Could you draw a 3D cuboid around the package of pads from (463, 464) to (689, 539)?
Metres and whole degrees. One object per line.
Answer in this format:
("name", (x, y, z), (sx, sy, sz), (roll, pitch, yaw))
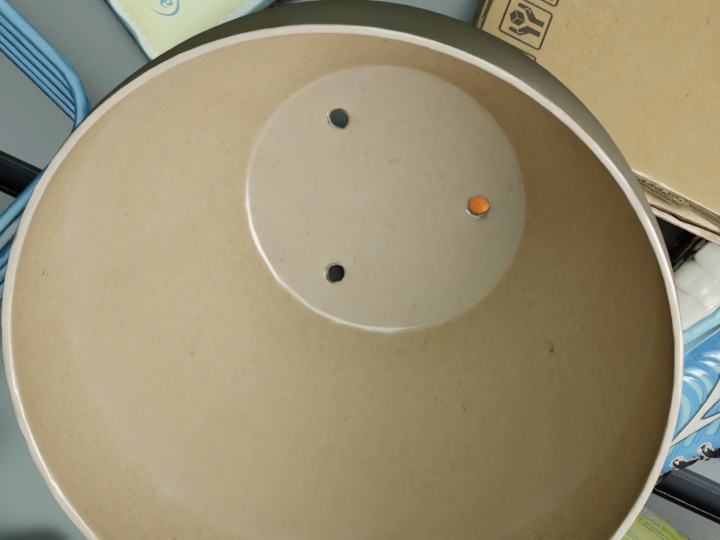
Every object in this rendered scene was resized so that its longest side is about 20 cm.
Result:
("package of pads", (0.090, 0.171, 0.895), (0.200, 0.068, 0.155), (37, 114, 29))

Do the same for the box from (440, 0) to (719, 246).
("box", (0.133, -0.105, 0.964), (0.163, 0.021, 0.201), (26, 63, -8))

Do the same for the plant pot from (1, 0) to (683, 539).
("plant pot", (0.000, 0.000, 0.858), (0.199, 0.135, 0.201), (2, 112, 5))

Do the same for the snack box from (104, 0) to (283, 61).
("snack box", (-0.083, -0.182, 0.998), (0.116, 0.037, 0.200), (-36, 91, -1))

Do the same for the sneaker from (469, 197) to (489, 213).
("sneaker", (0.044, -0.039, 0.984), (0.080, 0.071, 0.201), (21, 83, 4))

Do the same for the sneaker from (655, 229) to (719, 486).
("sneaker", (0.121, 0.050, 0.984), (0.090, 0.078, 0.200), (44, 89, -4))

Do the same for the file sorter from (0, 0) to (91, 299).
("file sorter", (-0.166, -0.045, 0.915), (0.139, 0.200, 0.123), (43, 86, -1))
